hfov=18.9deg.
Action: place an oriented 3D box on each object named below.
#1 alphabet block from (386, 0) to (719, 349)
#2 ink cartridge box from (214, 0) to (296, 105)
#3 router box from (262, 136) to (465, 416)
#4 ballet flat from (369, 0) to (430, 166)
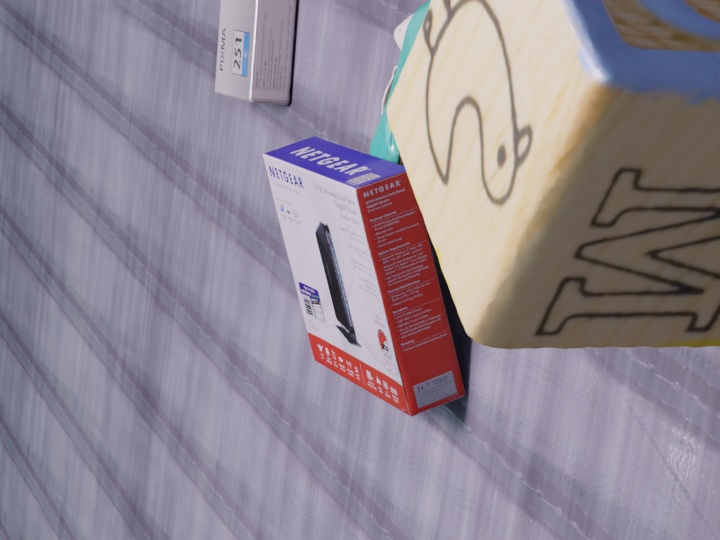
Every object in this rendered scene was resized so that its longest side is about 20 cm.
[{"bbox_3d":[0.151,-0.092,1.191,0.201,0.195,0.196,113,150,-42],"label":"alphabet block"},{"bbox_3d":[-0.107,-0.262,1.998,0.176,0.044,0.202,-157,70,-64],"label":"ink cartridge box"},{"bbox_3d":[0.000,0.000,1.657,0.200,0.049,0.181,24,131,66],"label":"router box"},{"bbox_3d":[0.045,-0.144,1.593,0.070,0.067,0.201,48,136,37],"label":"ballet flat"}]
